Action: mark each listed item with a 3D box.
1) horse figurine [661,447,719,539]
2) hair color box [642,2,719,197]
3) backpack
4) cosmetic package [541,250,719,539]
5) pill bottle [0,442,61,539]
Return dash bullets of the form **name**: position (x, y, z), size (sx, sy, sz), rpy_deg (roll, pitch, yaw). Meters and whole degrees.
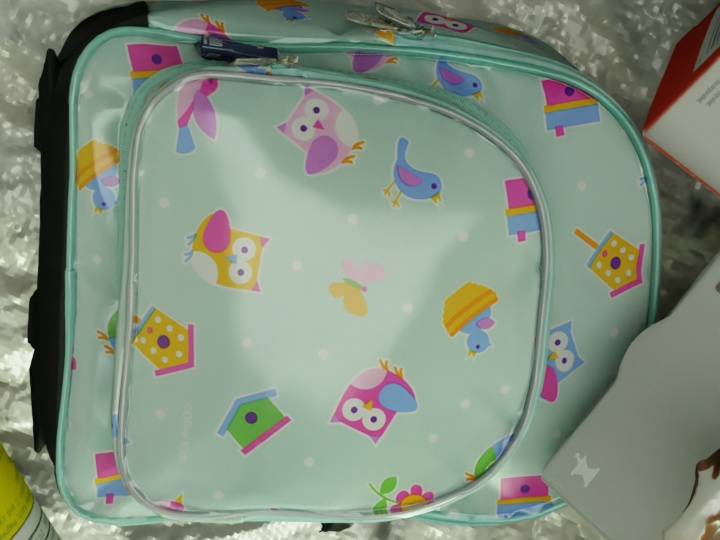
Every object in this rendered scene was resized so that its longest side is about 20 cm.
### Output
- **horse figurine**: position (0.133, 0.146, 0.862), size (0.200, 0.050, 0.133), rpy_deg (38, 82, -24)
- **hair color box**: position (0.198, -0.026, 0.902), size (0.200, 0.061, 0.102), rpy_deg (38, 128, -8)
- **backpack**: position (0.000, 0.000, 0.947), size (0.200, 0.153, 0.176), rpy_deg (1, 98, -15)
- **cosmetic package**: position (0.157, 0.072, 0.960), size (0.090, 0.200, 0.107), rpy_deg (43, 100, 31)
- **pill bottle**: position (-0.146, 0.115, 0.978), size (0.104, 0.104, 0.200), rpy_deg (-30, 104, 1)
